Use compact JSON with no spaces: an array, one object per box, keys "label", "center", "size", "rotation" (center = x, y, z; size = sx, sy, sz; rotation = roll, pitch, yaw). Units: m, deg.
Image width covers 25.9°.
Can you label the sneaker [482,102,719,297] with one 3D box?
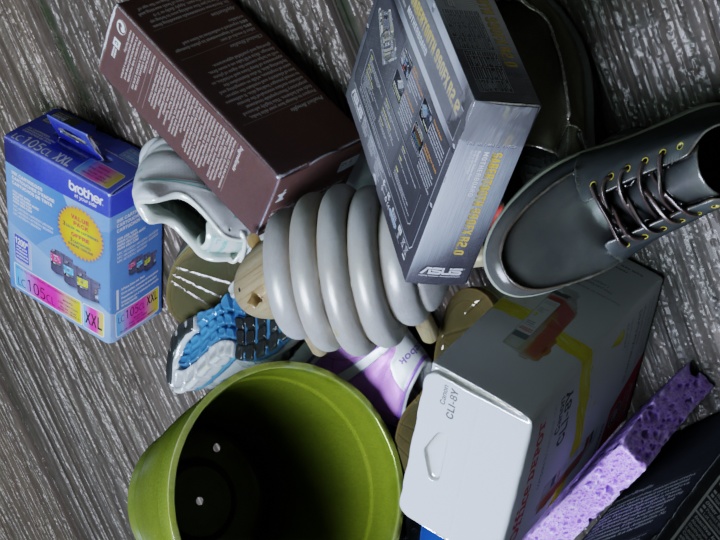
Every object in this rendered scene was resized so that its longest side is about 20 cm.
[{"label":"sneaker","center":[0.166,-0.046,0.975],"size":[0.199,0.106,0.075],"rotation":[-31,95,2]}]

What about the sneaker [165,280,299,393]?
[{"label":"sneaker","center":[-0.082,0.054,1.312],"size":[0.199,0.086,0.076],"rotation":[-27,60,51]}]

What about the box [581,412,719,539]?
[{"label":"box","center":[0.261,0.229,1.079],"size":[0.201,0.198,0.123],"rotation":[53,139,-1]}]

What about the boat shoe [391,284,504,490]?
[{"label":"boat shoe","center":[0.081,0.102,1.214],"size":[0.073,0.063,0.203],"rotation":[32,118,37]}]

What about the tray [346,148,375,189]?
[{"label":"tray","center":[0.008,-0.016,1.267],"size":[0.107,0.022,0.201],"rotation":[35,134,17]}]

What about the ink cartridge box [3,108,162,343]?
[{"label":"ink cartridge box","center":[-0.252,-0.054,1.428],"size":[0.135,0.076,0.202],"rotation":[26,129,25]}]

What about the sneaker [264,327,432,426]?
[{"label":"sneaker","center":[-0.011,0.104,1.296],"size":[0.114,0.073,0.201],"rotation":[44,142,2]}]

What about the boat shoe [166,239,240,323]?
[{"label":"boat shoe","center":[-0.110,-0.032,1.328],"size":[0.071,0.066,0.202],"rotation":[22,131,-4]}]

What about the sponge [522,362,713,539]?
[{"label":"sponge","center":[0.178,0.157,1.167],"size":[0.030,0.111,0.201],"rotation":[42,136,8]}]

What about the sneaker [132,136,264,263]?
[{"label":"sneaker","center":[-0.090,-0.031,1.230],"size":[0.198,0.081,0.071],"rotation":[23,127,-9]}]

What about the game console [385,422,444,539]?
[{"label":"game console","center":[0.068,0.211,1.363],"size":[0.168,0.119,0.202],"rotation":[6,126,1]}]

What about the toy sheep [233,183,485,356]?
[{"label":"toy sheep","center":[0.000,0.000,1.148],"size":[0.197,0.138,0.139],"rotation":[-11,112,12]}]

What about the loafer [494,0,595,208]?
[{"label":"loafer","center":[0.118,-0.097,1.056],"size":[0.075,0.069,0.203],"rotation":[-17,87,32]}]

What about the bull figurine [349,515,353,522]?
[{"label":"bull figurine","center":[-0.030,0.223,1.352],"size":[0.121,0.201,0.065],"rotation":[-44,124,13]}]

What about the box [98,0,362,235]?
[{"label":"box","center":[-0.101,-0.131,1.214],"size":[0.200,0.100,0.075],"rotation":[46,137,20]}]

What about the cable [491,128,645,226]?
[{"label":"cable","center":[0.126,-0.053,1.117],"size":[0.198,0.050,0.098],"rotation":[3,107,41]}]

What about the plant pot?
[{"label":"plant pot","center":[-0.097,0.185,1.262],"size":[0.202,0.200,0.192],"rotation":[59,151,-7]}]

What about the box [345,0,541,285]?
[{"label":"box","center":[0.050,-0.116,1.066],"size":[0.201,0.048,0.159],"rotation":[-108,27,-42]}]

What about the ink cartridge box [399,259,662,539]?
[{"label":"ink cartridge box","center":[0.122,0.089,1.106],"size":[0.083,0.200,0.146],"rotation":[27,132,23]}]
